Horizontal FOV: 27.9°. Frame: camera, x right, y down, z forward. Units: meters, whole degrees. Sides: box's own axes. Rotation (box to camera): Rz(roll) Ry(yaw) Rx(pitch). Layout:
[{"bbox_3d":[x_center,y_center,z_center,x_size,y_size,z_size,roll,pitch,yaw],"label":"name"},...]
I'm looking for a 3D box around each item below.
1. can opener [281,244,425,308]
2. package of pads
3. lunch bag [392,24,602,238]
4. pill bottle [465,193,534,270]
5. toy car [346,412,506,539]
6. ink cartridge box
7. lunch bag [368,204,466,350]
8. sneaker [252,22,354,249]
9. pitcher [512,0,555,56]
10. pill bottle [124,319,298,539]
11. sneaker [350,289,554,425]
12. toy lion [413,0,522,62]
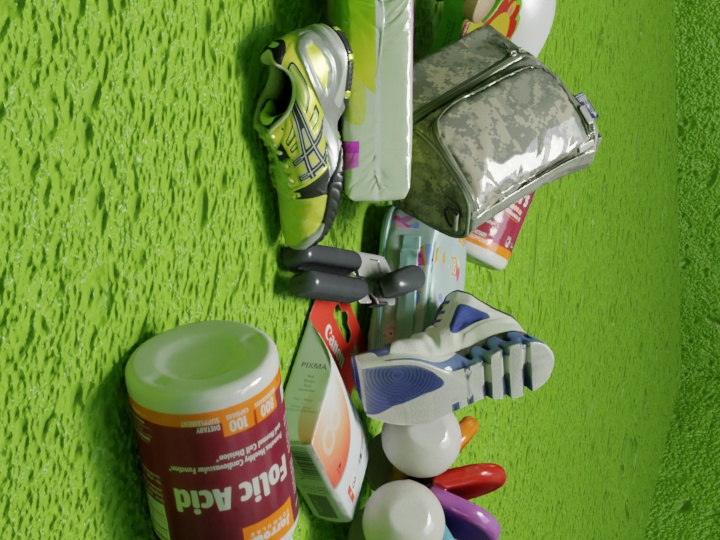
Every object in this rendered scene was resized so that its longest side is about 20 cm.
[{"bbox_3d":[0.000,0.000,1.376,0.200,0.066,0.054,10,63,-64],"label":"can opener"},{"bbox_3d":[0.006,-0.172,1.314,0.155,0.067,0.202,-124,-146,-77],"label":"package of pads"},{"bbox_3d":[0.120,-0.130,1.450,0.199,0.168,0.140,-30,148,-28],"label":"lunch bag"},{"bbox_3d":[0.153,-0.111,1.685,0.202,0.109,0.109,-68,159,-2],"label":"pill bottle"},{"bbox_3d":[0.075,0.236,1.497,0.175,0.148,0.202,115,-10,-67],"label":"toy car"},{"bbox_3d":[-0.019,0.120,1.414,0.163,0.050,0.201,68,36,-52],"label":"ink cartridge box"},{"bbox_3d":[0.059,0.022,1.560,0.160,0.076,0.202,1,93,-72],"label":"lunch bag"},{"bbox_3d":[-0.059,-0.113,1.247,0.076,0.075,0.202,-12,117,-32],"label":"sneaker"},{"bbox_3d":[0.155,-0.278,1.733,0.171,0.120,0.202,-30,135,-48],"label":"pitcher"},{"bbox_3d":[-0.106,0.150,1.084,0.114,0.113,0.202,-53,142,-56],"label":"pill bottle"},{"bbox_3d":[0.083,0.083,1.453,0.115,0.197,0.081,-117,-159,-56],"label":"sneaker"},{"bbox_3d":[0.124,-0.261,1.580,0.191,0.068,0.201,-38,154,-46],"label":"toy lion"}]
